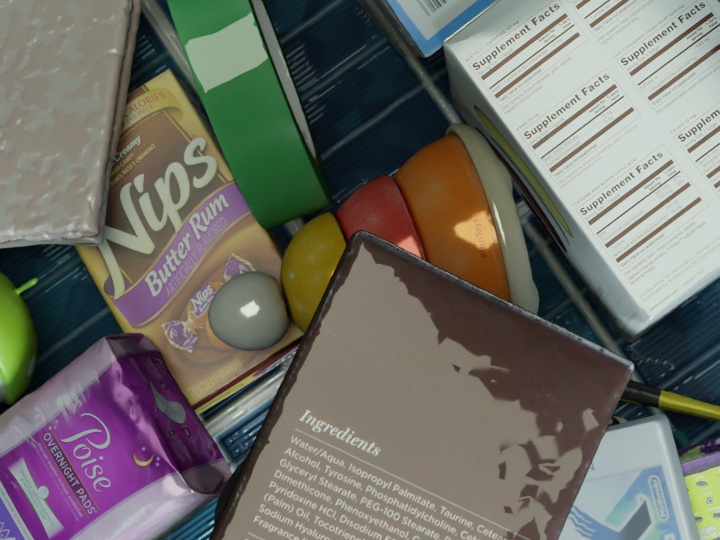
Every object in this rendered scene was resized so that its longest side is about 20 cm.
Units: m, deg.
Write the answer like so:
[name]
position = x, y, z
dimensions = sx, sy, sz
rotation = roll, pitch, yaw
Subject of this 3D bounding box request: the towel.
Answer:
[towel]
position = -0.245, -0.104, 1.192
dimensions = 0.198, 0.032, 0.193
rotation = -1, 69, 18

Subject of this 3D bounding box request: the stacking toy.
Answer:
[stacking toy]
position = 0.000, 0.000, 1.124
dimensions = 0.198, 0.146, 0.148
rotation = -15, 83, -6

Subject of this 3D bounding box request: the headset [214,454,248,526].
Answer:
[headset]
position = -0.012, 0.105, 1.152
dimensions = 0.199, 0.124, 0.094
rotation = -33, 59, -13

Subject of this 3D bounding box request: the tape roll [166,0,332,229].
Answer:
[tape roll]
position = -0.073, -0.128, 1.131
dimensions = 0.048, 0.200, 0.202
rotation = -21, 82, 3

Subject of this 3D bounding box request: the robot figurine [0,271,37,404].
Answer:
[robot figurine]
position = -0.292, 0.066, 1.148
dimensions = 0.199, 0.175, 0.116
rotation = -37, 98, -21

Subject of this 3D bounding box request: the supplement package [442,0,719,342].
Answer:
[supplement package]
position = 0.166, -0.083, 1.107
dimensions = 0.147, 0.191, 0.201
rotation = -36, 81, 1

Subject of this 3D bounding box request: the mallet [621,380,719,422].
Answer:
[mallet]
position = 0.202, 0.088, 1.169
dimensions = 0.198, 0.066, 0.042
rotation = 12, 75, 22

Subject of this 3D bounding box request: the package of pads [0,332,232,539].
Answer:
[package of pads]
position = -0.191, 0.142, 1.144
dimensions = 0.199, 0.076, 0.121
rotation = -36, 80, 13

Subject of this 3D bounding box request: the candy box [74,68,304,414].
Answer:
[candy box]
position = -0.120, -0.016, 1.198
dimensions = 0.116, 0.056, 0.201
rotation = -32, 80, 3

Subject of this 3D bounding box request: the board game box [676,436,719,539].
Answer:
[board game box]
position = 0.177, 0.176, 1.101
dimensions = 0.199, 0.032, 0.121
rotation = -20, 100, 25

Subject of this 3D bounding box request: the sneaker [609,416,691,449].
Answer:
[sneaker]
position = 0.160, 0.118, 1.152
dimensions = 0.200, 0.071, 0.080
rotation = 40, 88, 0

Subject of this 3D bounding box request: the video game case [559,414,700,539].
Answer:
[video game case]
position = 0.123, 0.203, 1.083
dimensions = 0.181, 0.022, 0.202
rotation = -16, 87, 26

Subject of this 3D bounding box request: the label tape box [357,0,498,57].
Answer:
[label tape box]
position = 0.067, -0.203, 1.138
dimensions = 0.144, 0.200, 0.063
rotation = -38, 99, 1

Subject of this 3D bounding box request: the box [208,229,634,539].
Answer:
[box]
position = 0.024, 0.110, 0.984
dimensions = 0.163, 0.166, 0.201
rotation = 25, 84, 1
